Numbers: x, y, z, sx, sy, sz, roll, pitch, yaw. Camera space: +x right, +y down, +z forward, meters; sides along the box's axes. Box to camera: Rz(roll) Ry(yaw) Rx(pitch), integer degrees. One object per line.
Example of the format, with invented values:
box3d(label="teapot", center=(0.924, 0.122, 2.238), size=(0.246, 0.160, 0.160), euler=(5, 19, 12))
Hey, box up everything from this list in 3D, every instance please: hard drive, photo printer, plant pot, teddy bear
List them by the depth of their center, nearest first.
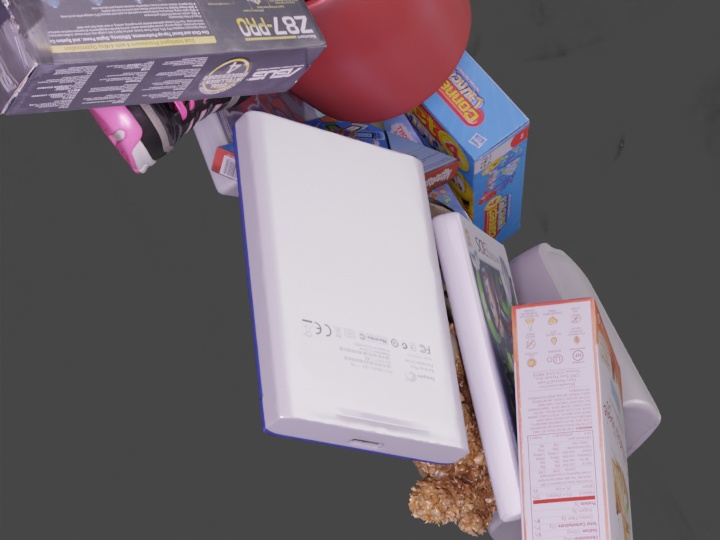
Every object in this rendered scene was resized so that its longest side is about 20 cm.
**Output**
box3d(label="hard drive", center=(-0.007, 0.009, 1.000), size=(0.131, 0.025, 0.201), euler=(14, 54, -33))
box3d(label="teddy bear", center=(0.054, 0.104, 1.143), size=(0.200, 0.066, 0.146), euler=(36, 43, -72))
box3d(label="plant pot", center=(-0.020, -0.204, 1.180), size=(0.177, 0.200, 0.201), euler=(45, 16, -53))
box3d(label="photo printer", center=(0.131, 0.087, 1.330), size=(0.069, 0.166, 0.200), euler=(23, 31, -36))

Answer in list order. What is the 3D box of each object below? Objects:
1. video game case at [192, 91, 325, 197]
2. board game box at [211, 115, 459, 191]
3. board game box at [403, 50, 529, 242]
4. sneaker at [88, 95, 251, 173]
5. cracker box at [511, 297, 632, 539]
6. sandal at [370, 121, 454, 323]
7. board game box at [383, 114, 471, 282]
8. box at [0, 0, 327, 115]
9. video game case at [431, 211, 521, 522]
box3d(label="video game case", center=(-0.078, -0.138, 1.227), size=(0.182, 0.023, 0.201), euler=(7, 57, -60))
box3d(label="board game box", center=(-0.012, -0.072, 1.165), size=(0.103, 0.020, 0.200), euler=(24, 20, 17))
box3d(label="board game box", center=(0.053, -0.130, 1.410), size=(0.200, 0.056, 0.196), euler=(50, -13, 20))
box3d(label="sneaker", center=(-0.109, -0.116, 1.007), size=(0.074, 0.087, 0.200), euler=(56, 11, -8))
box3d(label="cracker box", center=(0.137, 0.134, 1.073), size=(0.134, 0.057, 0.201), euler=(55, 32, -64))
box3d(label="sandal", center=(0.047, -0.039, 1.288), size=(0.080, 0.057, 0.202), euler=(-35, 102, -80))
box3d(label="board game box", center=(0.039, -0.051, 1.451), size=(0.152, 0.037, 0.200), euler=(58, -11, -2))
box3d(label="box", center=(-0.131, -0.166, 0.902), size=(0.199, 0.049, 0.162), euler=(-12, 65, -45))
box3d(label="video game case", center=(0.097, 0.069, 1.164), size=(0.182, 0.023, 0.201), euler=(22, 54, -74))
